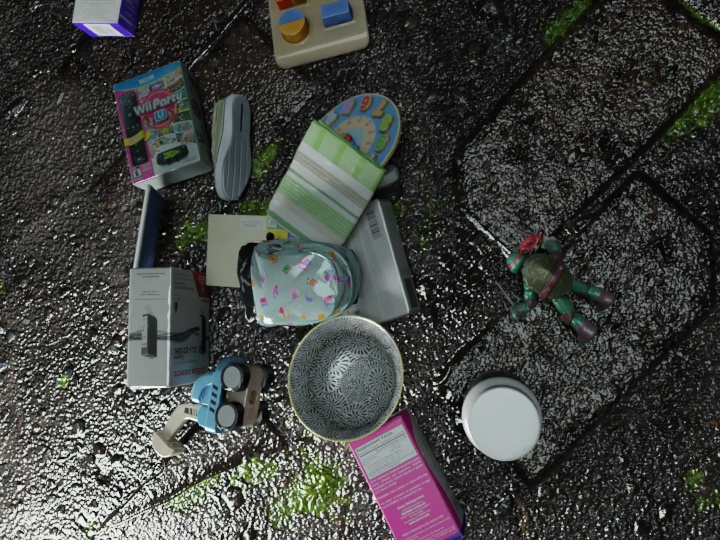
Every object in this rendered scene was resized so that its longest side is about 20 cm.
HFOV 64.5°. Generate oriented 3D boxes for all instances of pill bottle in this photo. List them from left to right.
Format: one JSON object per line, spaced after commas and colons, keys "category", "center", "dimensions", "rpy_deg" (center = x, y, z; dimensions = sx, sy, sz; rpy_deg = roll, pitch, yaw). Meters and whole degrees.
{"category": "pill bottle", "center": [0.209, 0.212, 0.851], "dimensions": [0.113, 0.200, 0.115], "rpy_deg": [-1, 84, 12]}

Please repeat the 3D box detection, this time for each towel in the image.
{"category": "towel", "center": [-0.060, -0.129, 0.952], "dimensions": [0.149, 0.031, 0.201], "rpy_deg": [37, 122, 3]}

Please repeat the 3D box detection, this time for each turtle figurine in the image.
{"category": "turtle figurine", "center": [0.294, 0.021, 0.908], "dimensions": [0.199, 0.101, 0.150], "rpy_deg": [35, 93, 8]}

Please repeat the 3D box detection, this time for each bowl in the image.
{"category": "bowl", "center": [-0.011, 0.182, 0.947], "dimensions": [0.199, 0.094, 0.203], "rpy_deg": [-7, 69, 20]}

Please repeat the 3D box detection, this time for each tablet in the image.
{"category": "tablet", "center": [-0.393, -0.049, 1.048], "dimensions": [0.014, 0.130, 0.202], "rpy_deg": [7, 86, -10]}

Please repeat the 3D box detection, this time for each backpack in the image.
{"category": "backpack", "center": [-0.099, 0.024, 0.942], "dimensions": [0.198, 0.127, 0.169], "rpy_deg": [-3, 102, 18]}

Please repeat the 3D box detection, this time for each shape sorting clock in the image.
{"category": "shape sorting clock", "center": [-0.020, -0.224, 0.990], "dimensions": [0.198, 0.039, 0.202], "rpy_deg": [-14, 62, 29]}

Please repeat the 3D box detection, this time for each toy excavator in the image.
{"category": "toy excavator", "center": [-0.270, 0.245, 1.018], "dimensions": [0.198, 0.100, 0.197], "rpy_deg": [5, 84, 26]}

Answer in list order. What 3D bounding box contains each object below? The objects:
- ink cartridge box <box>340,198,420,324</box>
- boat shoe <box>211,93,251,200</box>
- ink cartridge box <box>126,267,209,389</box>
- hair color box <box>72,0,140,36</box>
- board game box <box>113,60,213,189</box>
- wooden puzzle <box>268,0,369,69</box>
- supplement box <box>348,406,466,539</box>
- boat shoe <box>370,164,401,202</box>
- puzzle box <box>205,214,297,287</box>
{"category": "ink cartridge box", "center": [0.000, 0.000, 1.000], "dimensions": [0.173, 0.043, 0.202], "rpy_deg": [-21, 79, 35]}
{"category": "boat shoe", "center": [-0.246, -0.228, 1.070], "dimensions": [0.062, 0.072, 0.202], "rpy_deg": [-1, 80, 37]}
{"category": "ink cartridge box", "center": [-0.335, 0.101, 1.010], "dimensions": [0.083, 0.144, 0.202], "rpy_deg": [-1, 85, 12]}
{"category": "hair color box", "center": [-0.504, -0.582, 1.155], "dimensions": [0.108, 0.065, 0.202], "rpy_deg": [7, 88, 13]}
{"category": "board game box", "center": [-0.375, -0.273, 1.089], "dimensions": [0.146, 0.064, 0.202], "rpy_deg": [-16, 81, 10]}
{"category": "wooden puzzle", "center": [-0.086, -0.497, 1.063], "dimensions": [0.183, 0.046, 0.202], "rpy_deg": [-10, 83, 11]}
{"category": "supplement box", "center": [0.077, 0.337, 0.919], "dimensions": [0.103, 0.101, 0.201], "rpy_deg": [-28, 79, 9]}
{"category": "boat shoe", "center": [-0.023, -0.131, 1.007], "dimensions": [0.198, 0.069, 0.057], "rpy_deg": [-13, 121, 14]}
{"category": "puzzle box", "center": [-0.186, -0.033, 1.045], "dimensions": [0.198, 0.025, 0.135], "rpy_deg": [4, 91, 13]}
